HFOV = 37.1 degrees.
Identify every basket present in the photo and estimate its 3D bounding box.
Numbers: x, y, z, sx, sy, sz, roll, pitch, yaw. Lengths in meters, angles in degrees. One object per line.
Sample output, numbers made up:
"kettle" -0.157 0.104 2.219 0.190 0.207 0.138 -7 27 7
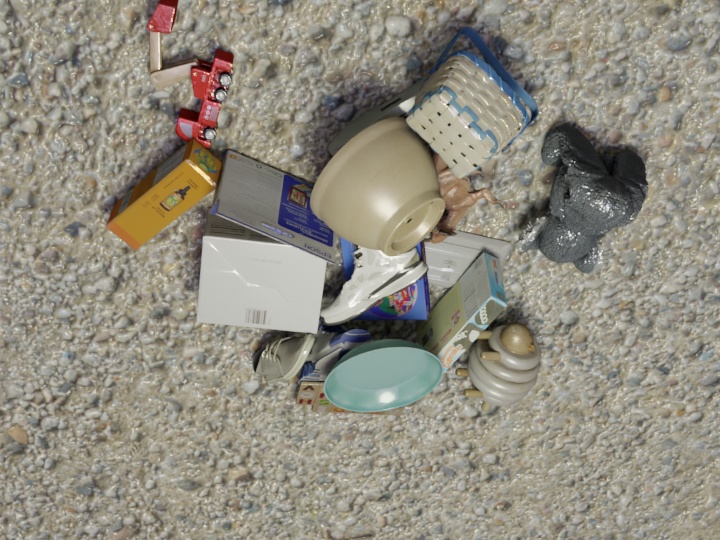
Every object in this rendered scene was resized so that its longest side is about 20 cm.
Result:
"basket" 0.167 -0.250 1.587 0.177 0.200 0.139 47 146 -6

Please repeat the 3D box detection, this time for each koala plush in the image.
"koala plush" 0.345 -0.089 1.711 0.175 0.185 0.201 20 127 -13

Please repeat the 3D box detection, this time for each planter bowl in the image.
"planter bowl" 0.041 -0.108 1.603 0.201 0.199 0.135 -49 67 19

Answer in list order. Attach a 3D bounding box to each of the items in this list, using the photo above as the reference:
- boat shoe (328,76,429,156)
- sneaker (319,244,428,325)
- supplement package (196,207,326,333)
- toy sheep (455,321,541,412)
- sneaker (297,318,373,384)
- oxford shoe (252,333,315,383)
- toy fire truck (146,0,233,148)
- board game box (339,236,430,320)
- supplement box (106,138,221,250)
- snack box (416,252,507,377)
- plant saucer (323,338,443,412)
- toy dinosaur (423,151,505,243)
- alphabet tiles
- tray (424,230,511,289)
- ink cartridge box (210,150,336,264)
"boat shoe" 0.044 -0.221 1.667 0.198 0.071 0.064 -30 115 10
"sneaker" 0.000 0.000 1.729 0.199 0.076 0.116 -30 100 16
"supplement package" -0.159 0.001 1.746 0.197 0.111 0.158 6 117 -6
"toy sheep" 0.242 0.168 1.852 0.136 0.139 0.201 13 131 -10
"sneaker" -0.053 0.115 1.799 0.080 0.117 0.199 7 156 -25
"oxford shoe" -0.133 0.144 1.800 0.057 0.076 0.200 36 153 -13
"toy fire truck" -0.265 -0.295 1.621 0.139 0.049 0.202 15 116 -11
"board game box" 0.040 -0.016 1.769 0.132 0.045 0.203 -1 117 12
"supplement box" -0.306 -0.117 1.677 0.199 0.069 0.066 -32 121 29
"snack box" 0.165 0.078 1.785 0.037 0.117 0.200 26 124 -20
"plant saucer" 0.035 0.164 1.738 0.197 0.036 0.201 -7 145 -5
"toy dinosaur" 0.138 -0.130 1.696 0.134 0.086 0.202 -28 118 -4
"alphabet tiles" -0.011 0.218 1.870 0.197 0.008 0.168 3 152 -8
"tray" 0.148 -0.016 1.808 0.197 0.022 0.109 12 117 -9
"ink cartridge box" -0.131 -0.088 1.651 0.196 0.201 0.047 23 123 -14
